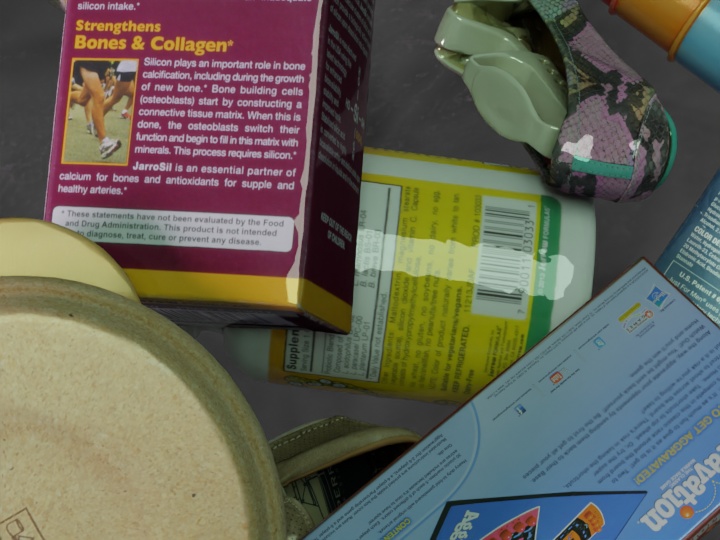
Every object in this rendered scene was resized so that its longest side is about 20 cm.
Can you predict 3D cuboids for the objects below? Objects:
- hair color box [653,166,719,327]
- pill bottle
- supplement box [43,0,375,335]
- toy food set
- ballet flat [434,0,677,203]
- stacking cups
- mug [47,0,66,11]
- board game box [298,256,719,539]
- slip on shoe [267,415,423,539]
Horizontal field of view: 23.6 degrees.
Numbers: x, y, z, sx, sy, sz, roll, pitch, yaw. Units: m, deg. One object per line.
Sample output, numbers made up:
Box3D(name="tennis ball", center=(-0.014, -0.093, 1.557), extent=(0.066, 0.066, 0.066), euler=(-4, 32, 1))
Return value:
Box3D(name="hair color box", center=(0.187, -0.020, 0.772), extent=(0.060, 0.100, 0.201), euler=(34, 93, 17))
Box3D(name="pill bottle", center=(0.000, 0.000, 0.784), extent=(0.198, 0.113, 0.114), euler=(7, 71, -1))
Box3D(name="supplement box", center=(-0.056, -0.080, 0.700), extent=(0.109, 0.086, 0.202), euler=(3, 82, 13))
Box3D(name="toy food set", center=(-0.126, 0.099, 0.621), extent=(0.200, 0.049, 0.198), euler=(45, 82, -5))
Box3D(name="ballet flat", center=(0.075, -0.093, 0.791), extent=(0.070, 0.070, 0.200), euler=(6, 28, -22))
Box3D(name="stacking cups", center=(0.185, -0.114, 0.857), extent=(0.199, 0.061, 0.061), euler=(38, 74, 9))
Box3D(name="mug", center=(-0.114, -0.206, 0.823), extent=(0.153, 0.186, 0.150), euler=(-46, 112, -7))
Box3D(name="board game box", center=(0.075, 0.090, 0.684), extent=(0.199, 0.020, 0.103), euler=(-38, 61, -13))
Box3D(name="slip on shoe", center=(-0.042, 0.116, 0.718), extent=(0.199, 0.060, 0.077), euler=(-25, 100, -50))
